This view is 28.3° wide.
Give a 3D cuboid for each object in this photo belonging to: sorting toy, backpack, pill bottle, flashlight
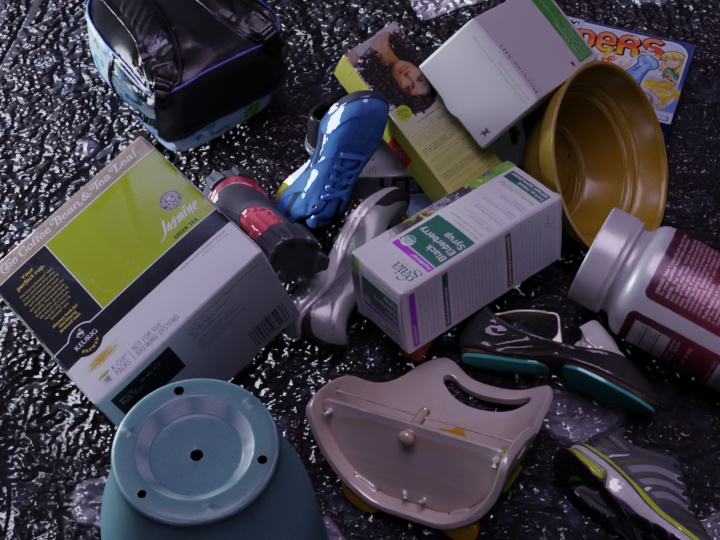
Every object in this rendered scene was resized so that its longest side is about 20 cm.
[{"bbox_3d":[0.084,0.139,1.282,0.198,0.108,0.180,13,35,30],"label":"sorting toy"},{"bbox_3d":[-0.199,-0.240,1.565,0.182,0.148,0.200,-32,60,-21],"label":"backpack"},{"bbox_3d":[0.301,0.030,1.325,0.199,0.115,0.114,30,56,10],"label":"pill bottle"},{"bbox_3d":[-0.102,-0.044,1.404,0.067,0.068,0.200,-37,29,-5],"label":"flashlight"}]

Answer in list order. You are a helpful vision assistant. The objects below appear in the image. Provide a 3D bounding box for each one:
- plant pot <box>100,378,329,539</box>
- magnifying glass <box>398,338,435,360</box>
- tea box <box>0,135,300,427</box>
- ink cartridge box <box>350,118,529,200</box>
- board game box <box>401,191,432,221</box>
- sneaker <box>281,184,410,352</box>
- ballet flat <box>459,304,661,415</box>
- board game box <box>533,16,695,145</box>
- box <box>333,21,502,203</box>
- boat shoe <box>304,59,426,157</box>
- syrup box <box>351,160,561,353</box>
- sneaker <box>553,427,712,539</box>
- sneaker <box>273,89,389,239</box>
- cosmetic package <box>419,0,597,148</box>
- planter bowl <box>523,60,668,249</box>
[{"bbox_3d":[-0.128,0.195,1.178,0.198,0.189,0.201,-1,50,2],"label":"plant pot"},{"bbox_3d":[0.095,0.011,1.402,0.079,0.023,0.201,22,54,19],"label":"magnifying glass"},{"bbox_3d":[-0.201,0.023,1.326,0.200,0.134,0.197,-42,60,-9],"label":"tea box"},{"bbox_3d":[0.080,-0.128,1.509,0.198,0.039,0.100,-4,49,1],"label":"ink cartridge box"},{"bbox_3d":[0.093,-0.069,1.497,0.102,0.020,0.200,-28,55,-18],"label":"board game box"},{"bbox_3d":[0.000,0.000,1.417,0.079,0.074,0.201,28,62,11],"label":"sneaker"},{"bbox_3d":[0.191,0.075,1.336,0.198,0.068,0.069,16,73,14],"label":"ballet flat"},{"bbox_3d":[0.264,-0.221,1.605,0.198,0.035,0.136,15,53,14],"label":"board game box"},{"bbox_3d":[0.062,-0.147,1.435,0.075,0.050,0.201,-37,87,-21],"label":"box"},{"bbox_3d":[0.028,-0.177,1.491,0.199,0.057,0.069,-32,55,-21],"label":"boat shoe"},{"bbox_3d":[0.093,-0.015,1.355,0.199,0.082,0.079,-30,46,-24],"label":"syrup box"},{"bbox_3d":[0.264,0.204,1.234,0.081,0.074,0.200,-33,58,-27],"label":"sneaker"},{"bbox_3d":[-0.023,-0.092,1.417,0.065,0.200,0.079,11,47,-28],"label":"sneaker"},{"bbox_3d":[0.155,-0.212,1.461,0.108,0.085,0.200,51,32,-1],"label":"cosmetic package"},{"bbox_3d":[0.224,-0.106,1.452,0.083,0.201,0.201,-7,39,44],"label":"planter bowl"}]
